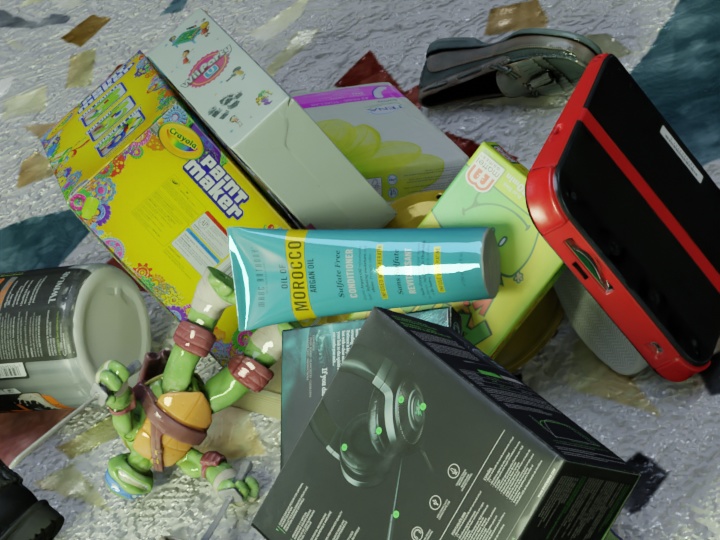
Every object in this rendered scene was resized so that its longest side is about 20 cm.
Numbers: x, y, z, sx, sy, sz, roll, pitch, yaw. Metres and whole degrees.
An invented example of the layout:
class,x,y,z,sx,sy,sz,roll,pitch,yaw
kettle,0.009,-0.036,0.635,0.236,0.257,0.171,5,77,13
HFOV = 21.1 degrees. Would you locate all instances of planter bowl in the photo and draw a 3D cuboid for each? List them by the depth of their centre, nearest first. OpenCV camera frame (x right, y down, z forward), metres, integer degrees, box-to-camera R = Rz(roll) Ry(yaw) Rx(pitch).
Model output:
class,x,y,z,sx,sy,sz,roll,pitch,yaw
planter bowl,0.058,-0.003,1.518,0.200,0.084,0.201,-8,45,8

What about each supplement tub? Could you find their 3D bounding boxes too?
class,x,y,z,sx,sy,sz,roll,pitch,yaw
supplement tub,-0.291,0.061,1.670,0.199,0.123,0.123,-6,38,29

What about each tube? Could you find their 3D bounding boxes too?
class,x,y,z,sx,sy,sz,roll,pitch,yaw
tube,0.000,0.000,1.400,0.199,0.078,0.050,-4,2,19

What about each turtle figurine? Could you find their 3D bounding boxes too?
class,x,y,z,sx,sy,sz,roll,pitch,yaw
turtle figurine,-0.125,0.109,1.455,0.144,0.200,0.194,36,95,11

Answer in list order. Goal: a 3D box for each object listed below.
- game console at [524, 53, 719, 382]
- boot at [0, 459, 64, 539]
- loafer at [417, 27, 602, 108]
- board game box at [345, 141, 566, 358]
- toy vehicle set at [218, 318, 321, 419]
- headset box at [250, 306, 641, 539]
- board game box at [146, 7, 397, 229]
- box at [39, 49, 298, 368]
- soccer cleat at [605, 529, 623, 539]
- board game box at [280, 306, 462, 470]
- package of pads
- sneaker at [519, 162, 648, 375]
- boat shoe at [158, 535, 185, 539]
class,x,y,z,sx,sy,sz,roll,pitch,yaw
game console,0.205,-0.037,1.403,0.031,0.200,0.177,-24,26,40
boot,-0.350,0.202,1.485,0.158,0.079,0.211,42,54,8
loafer,0.134,-0.177,1.775,0.200,0.072,0.063,2,62,46
board game box,0.073,0.015,1.426,0.200,0.102,0.048,-53,-9,12
toy vehicle set,-0.014,0.045,1.590,0.124,0.027,0.200,13,50,44
headset box,0.046,0.144,1.242,0.200,0.093,0.175,37,103,38
board game box,-0.073,-0.108,1.529,0.064,0.148,0.200,-42,36,0
box,-0.150,-0.054,1.620,0.122,0.200,0.193,-42,25,1
soccer cleat,0.128,0.147,1.339,0.083,0.065,0.200,1,28,-10
board game box,0.008,0.131,1.368,0.135,0.028,0.201,-8,67,21
package of pads,-0.004,-0.098,1.703,0.154,0.068,0.200,-8,29,-19
sneaker,0.201,-0.012,1.479,0.115,0.074,0.200,-7,53,-30
boat shoe,-0.083,0.225,1.324,0.200,0.071,0.063,2,81,50
